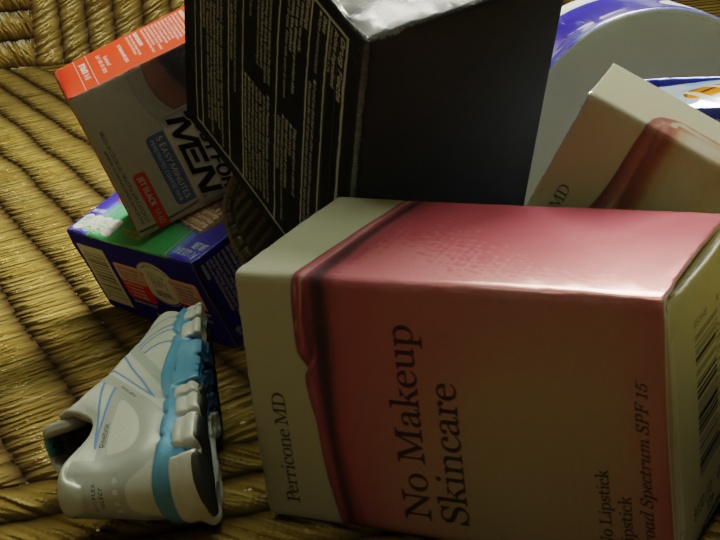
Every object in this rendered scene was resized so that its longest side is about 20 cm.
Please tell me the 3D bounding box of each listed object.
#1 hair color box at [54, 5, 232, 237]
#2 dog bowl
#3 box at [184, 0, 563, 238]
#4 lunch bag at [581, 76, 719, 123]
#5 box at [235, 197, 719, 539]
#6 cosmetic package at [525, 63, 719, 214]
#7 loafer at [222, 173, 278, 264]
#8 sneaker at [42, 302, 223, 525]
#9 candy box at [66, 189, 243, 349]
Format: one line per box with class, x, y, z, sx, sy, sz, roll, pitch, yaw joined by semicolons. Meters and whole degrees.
hair color box;-0.082;-0.120;1.003;0.200;0.111;0.064;-28;32;-6
dog bowl;0.179;-0.080;1.020;0.200;0.200;0.079;-7;17;-12
box;-0.002;-0.116;0.840;0.123;0.200;0.198;-20;51;-22
lunch bag;0.228;-0.022;0.847;0.200;0.170;0.124;-1;17;16
box;0.060;0.045;0.697;0.200;0.128;0.109;3;22;27
cosmetic package;0.179;-0.004;0.751;0.200;0.103;0.087;30;22;7
loafer;0.000;0.000;0.939;0.200;0.076;0.068;38;12;19
sneaker;-0.114;0.070;0.778;0.087;0.075;0.200;-10;14;0
candy box;-0.074;-0.047;1.070;0.200;0.077;0.169;-40;31;-27
